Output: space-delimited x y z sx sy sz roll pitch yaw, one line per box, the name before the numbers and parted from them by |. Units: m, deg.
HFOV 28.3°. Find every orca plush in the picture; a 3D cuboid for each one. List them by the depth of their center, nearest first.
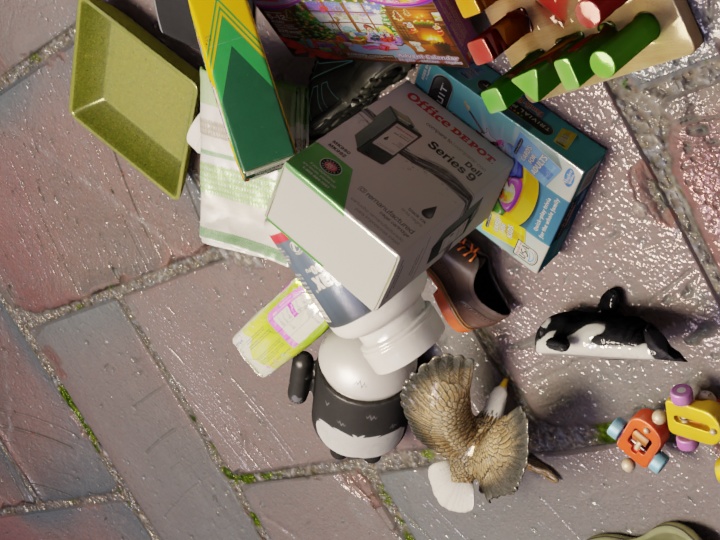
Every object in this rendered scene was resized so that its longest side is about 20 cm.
orca plush | 0.244 0.051 1.431 0.200 0.104 0.072 171 105 -73

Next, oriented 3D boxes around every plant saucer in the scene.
plant saucer | -0.268 -0.218 1.755 0.199 0.048 0.201 38 140 16

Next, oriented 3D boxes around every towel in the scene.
towel | -0.121 -0.112 1.554 0.148 0.031 0.203 14 114 30

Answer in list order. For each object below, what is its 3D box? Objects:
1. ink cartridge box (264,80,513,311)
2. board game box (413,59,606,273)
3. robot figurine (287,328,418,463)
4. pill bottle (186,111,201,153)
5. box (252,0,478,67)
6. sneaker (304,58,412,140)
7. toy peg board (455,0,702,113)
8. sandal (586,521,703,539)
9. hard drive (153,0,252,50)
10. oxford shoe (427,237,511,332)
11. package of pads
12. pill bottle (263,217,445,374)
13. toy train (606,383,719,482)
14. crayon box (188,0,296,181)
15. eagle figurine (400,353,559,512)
ink cartridge box | 0.030 -0.077 1.366 0.145 0.200 0.085 39 138 14
board game box | 0.132 -0.113 1.433 0.199 0.047 0.152 38 140 17
robot figurine | 0.004 0.141 1.713 0.125 0.149 0.202 46 146 33
pill bottle | -0.104 -0.108 1.632 0.200 0.104 0.105 43 142 11
box | -0.001 -0.249 1.358 0.197 0.040 0.137 8 158 27
sneaker | -0.017 -0.204 1.507 0.200 0.075 0.080 -36 77 48
toy peg board | 0.162 -0.243 1.255 0.199 0.098 0.201 -12 112 49
sandal | 0.318 0.333 1.599 0.200 0.057 0.080 -24 102 52
hard drive | -0.179 -0.332 1.575 0.134 0.042 0.202 28 137 27
oxford shoe | 0.097 -0.025 1.530 0.072 0.071 0.201 -11 121 42
package of pads | -0.051 0.034 1.652 0.068 0.154 0.200 49 143 1
pill bottle | 0.000 0.000 1.480 0.119 0.119 0.201 -20 108 51
toy train | 0.353 0.186 1.451 0.199 0.055 0.151 37 142 23
crayon box | -0.117 -0.181 1.401 0.200 0.058 0.175 -167 59 -85
eagle figurine | 0.131 0.183 1.598 0.150 0.200 0.153 -10 73 14
